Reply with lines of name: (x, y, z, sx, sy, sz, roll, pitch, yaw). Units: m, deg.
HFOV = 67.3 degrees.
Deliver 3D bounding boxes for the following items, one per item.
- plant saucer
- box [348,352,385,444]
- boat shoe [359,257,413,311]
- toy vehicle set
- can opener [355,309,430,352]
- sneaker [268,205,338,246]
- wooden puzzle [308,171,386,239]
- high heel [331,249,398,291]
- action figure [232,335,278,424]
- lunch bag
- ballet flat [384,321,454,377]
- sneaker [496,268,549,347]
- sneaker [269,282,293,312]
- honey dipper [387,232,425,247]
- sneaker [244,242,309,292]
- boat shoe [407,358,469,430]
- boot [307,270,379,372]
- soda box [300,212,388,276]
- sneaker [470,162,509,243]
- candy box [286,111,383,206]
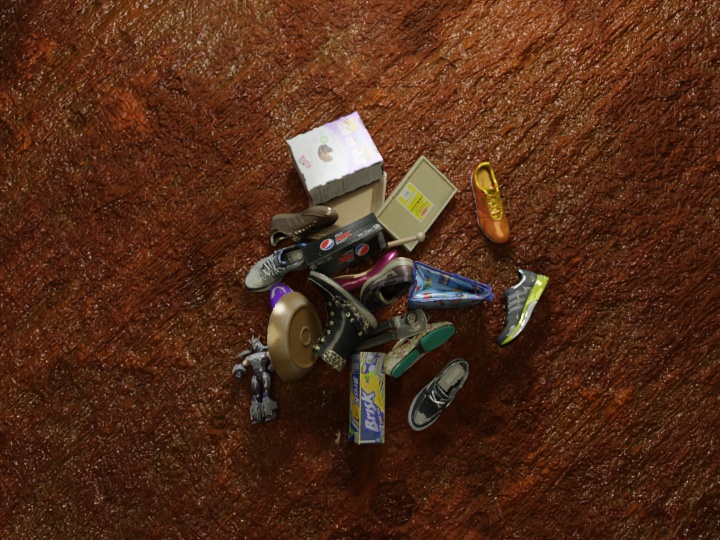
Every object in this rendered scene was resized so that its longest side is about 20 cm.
plant saucer: (-0.137, 0.151, 1.234, 0.035, 0.199, 0.207, -3, 79, 28)
box: (0.015, 0.294, 1.256, 0.068, 0.064, 0.206, 5, 80, -24)
boat shoe: (0.056, 0.046, 1.227, 0.070, 0.200, 0.066, 19, 50, -24)
toy vehicle set: (0.135, -0.164, 1.333, 0.124, 0.026, 0.201, 41, 81, -10)
can opener: (0.074, 0.146, 1.289, 0.196, 0.067, 0.055, -21, 74, 21)
sneaker: (-0.139, -0.100, 1.315, 0.196, 0.070, 0.078, -7, 63, 32)
wooden puzzle: (-0.035, -0.163, 1.366, 0.194, 0.037, 0.191, 5, 81, 9)
high heel: (0.000, 0.000, 1.313, 0.200, 0.067, 0.096, -44, 91, -1)
action figure: (-0.237, 0.254, 1.282, 0.127, 0.069, 0.206, -18, 75, 25)
lunch bag: (0.211, 0.051, 1.253, 0.194, 0.151, 0.097, 9, 80, 5)
ballet flat: (0.131, 0.172, 1.283, 0.198, 0.076, 0.064, -35, 46, -8)
sneaker: (0.369, 0.088, 1.286, 0.080, 0.074, 0.203, 28, 77, 17)
sneaker: (-0.175, 0.124, 1.287, 0.068, 0.100, 0.205, -18, 82, 4)
honey dipper: (0.063, -0.062, 1.306, 0.195, 0.038, 0.039, -15, 79, 21)
sneaker: (-0.203, -0.017, 1.322, 0.197, 0.085, 0.078, -30, 80, -1)
boat shoe: (0.183, 0.288, 1.256, 0.072, 0.068, 0.200, 43, 85, 9)
boot: (-0.071, 0.116, 1.230, 0.202, 0.073, 0.155, 40, 81, -13)
soda box: (-0.038, -0.055, 1.276, 0.196, 0.064, 0.071, -26, 44, -2)
sneaker: (0.315, -0.164, 1.322, 0.071, 0.077, 0.205, -18, 81, -2)
candy box: (-0.063, -0.276, 1.336, 0.196, 0.072, 0.171, -23, 65, -7)
